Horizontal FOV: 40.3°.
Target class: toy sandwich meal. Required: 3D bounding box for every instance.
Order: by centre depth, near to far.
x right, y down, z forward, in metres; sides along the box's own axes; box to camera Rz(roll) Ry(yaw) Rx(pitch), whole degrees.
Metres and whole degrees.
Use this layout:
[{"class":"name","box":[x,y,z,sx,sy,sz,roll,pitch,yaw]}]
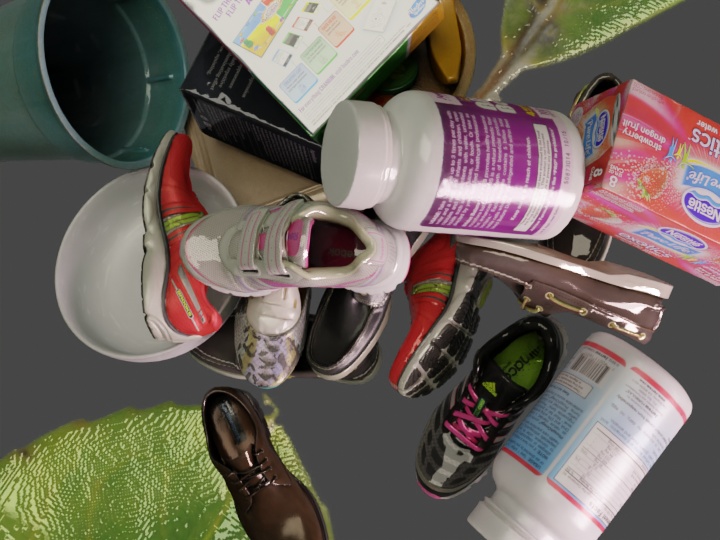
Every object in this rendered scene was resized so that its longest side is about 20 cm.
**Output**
[{"class":"toy sandwich meal","box":[0.010,-0.206,0.860,0.202,0.070,0.208,-1,76,3]}]

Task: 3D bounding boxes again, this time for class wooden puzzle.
[{"class":"wooden puzzle","box":[-0.086,-0.137,1.022,0.183,0.037,0.202,-20,76,5]}]

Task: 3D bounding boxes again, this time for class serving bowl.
[{"class":"serving bowl","box":[-0.195,-0.001,0.964,0.197,0.066,0.203,-6,67,14]}]

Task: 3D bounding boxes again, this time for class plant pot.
[{"class":"plant pot","box":[-0.310,-0.195,0.991,0.194,0.200,0.203,-2,73,31]}]

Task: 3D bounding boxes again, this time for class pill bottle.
[{"class":"pill bottle","box":[0.073,-0.086,0.799,0.198,0.112,0.114,3,72,-24]},{"class":"pill bottle","box":[0.184,0.161,0.841,0.108,0.109,0.201,38,85,19]}]

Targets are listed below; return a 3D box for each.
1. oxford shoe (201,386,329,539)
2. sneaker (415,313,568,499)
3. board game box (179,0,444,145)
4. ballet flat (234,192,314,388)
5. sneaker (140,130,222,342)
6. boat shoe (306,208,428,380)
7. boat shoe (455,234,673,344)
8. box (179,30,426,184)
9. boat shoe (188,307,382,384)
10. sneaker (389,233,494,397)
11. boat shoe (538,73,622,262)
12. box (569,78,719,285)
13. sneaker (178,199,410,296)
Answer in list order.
[{"class":"oxford shoe","box":[-0.096,0.196,0.902,0.072,0.084,0.201,-34,72,-2]},{"class":"sneaker","box":[0.114,0.115,0.879,0.074,0.087,0.200,39,85,19]},{"class":"board game box","box":[-0.051,-0.230,0.819,0.153,0.040,0.200,-44,82,3]},{"class":"ballet flat","box":[-0.075,0.008,0.908,0.071,0.072,0.202,3,55,12]},{"class":"sneaker","box":[-0.155,-0.031,0.901,0.084,0.077,0.203,-1,72,-6]},{"class":"boat shoe","box":[0.000,0.000,0.885,0.071,0.068,0.202,23,82,29]},{"class":"boat shoe","box":[0.172,0.013,0.859,0.197,0.072,0.060,14,100,-8]},{"class":"box","box":[-0.047,-0.179,0.948,0.198,0.107,0.150,24,78,9]},{"class":"boat shoe","box":[-0.080,0.068,0.946,0.198,0.061,0.073,4,75,12]},{"class":"sneaker","box":[0.070,0.025,0.922,0.084,0.077,0.202,17,69,27]},{"class":"boat shoe","box":[0.209,-0.085,0.922,0.071,0.061,0.204,11,77,11]},{"class":"box","box":[0.275,-0.070,0.851,0.198,0.095,0.101,23,78,-16]},{"class":"sneaker","box":[-0.060,-0.024,0.818,0.197,0.088,0.083,-2,80,9]}]
